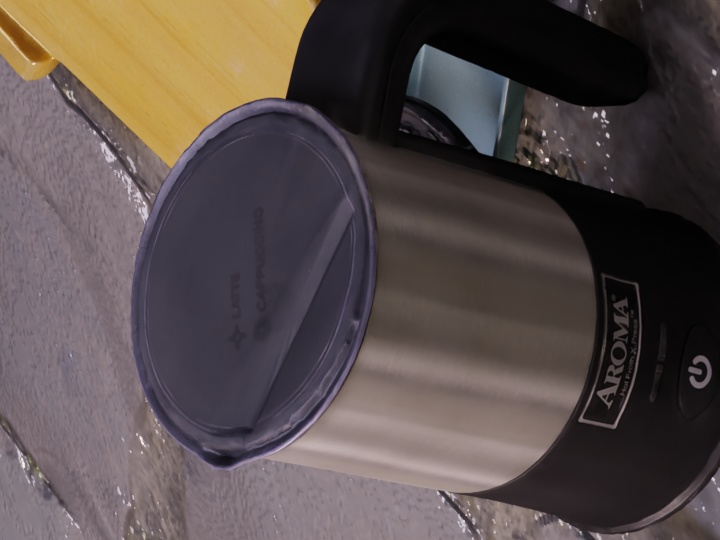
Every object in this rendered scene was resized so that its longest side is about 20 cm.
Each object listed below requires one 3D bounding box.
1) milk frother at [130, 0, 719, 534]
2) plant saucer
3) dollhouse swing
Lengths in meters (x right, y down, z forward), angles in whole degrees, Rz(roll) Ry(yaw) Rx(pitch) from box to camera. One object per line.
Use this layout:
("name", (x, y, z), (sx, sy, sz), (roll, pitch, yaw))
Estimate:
("milk frother", (0.000, 0.000, 1.028), (0.199, 0.187, 0.182), (-19, 66, 42))
("plant saucer", (0.040, -0.093, 1.103), (0.070, 0.019, 0.201), (48, 149, 33))
("dollhouse swing", (-0.058, -0.157, 1.166), (0.175, 0.182, 0.200), (30, 150, -1))
